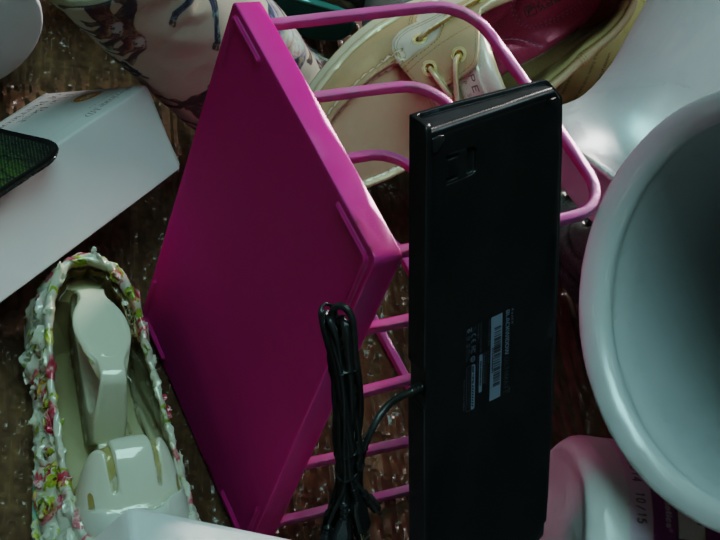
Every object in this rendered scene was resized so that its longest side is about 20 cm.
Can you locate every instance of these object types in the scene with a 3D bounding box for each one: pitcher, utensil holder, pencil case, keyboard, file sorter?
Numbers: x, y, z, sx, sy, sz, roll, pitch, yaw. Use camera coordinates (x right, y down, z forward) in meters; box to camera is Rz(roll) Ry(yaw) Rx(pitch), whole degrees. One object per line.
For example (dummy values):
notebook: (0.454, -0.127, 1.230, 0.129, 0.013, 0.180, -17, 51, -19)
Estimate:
pitcher: (0.170, -0.099, 0.759, 0.199, 0.171, 0.122, -40, 107, -6)
utensil holder: (0.215, 0.014, 0.644, 0.198, 0.171, 0.171, -1, 48, -45)
pencil case: (-0.068, -0.115, 0.788, 0.089, 0.200, 0.078, -45, 48, 2)
keyboard: (0.028, 0.037, 0.584, 0.126, 0.203, 0.020, -21, 30, -38)
file sorter: (0.000, 0.000, 0.698, 0.124, 0.201, 0.140, -10, 54, -29)

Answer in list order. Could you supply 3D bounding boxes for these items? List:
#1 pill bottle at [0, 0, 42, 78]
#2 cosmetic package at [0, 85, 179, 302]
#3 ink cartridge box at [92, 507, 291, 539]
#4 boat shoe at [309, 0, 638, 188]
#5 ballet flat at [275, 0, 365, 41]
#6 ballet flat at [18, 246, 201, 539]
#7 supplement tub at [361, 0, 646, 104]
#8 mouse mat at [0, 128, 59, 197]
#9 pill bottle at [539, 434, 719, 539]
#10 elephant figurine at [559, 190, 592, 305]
pill bottle: (-0.238, -0.195, 0.844, 0.110, 0.112, 0.201, -10, 55, -26)
cosmetic package: (-0.181, -0.020, 0.727, 0.082, 0.051, 0.200, 3, 33, 40)
ink cartridge box: (-0.034, 0.199, 0.560, 0.144, 0.084, 0.202, 19, 41, -38)
boat shoe: (0.053, -0.102, 0.785, 0.199, 0.074, 0.069, -37, 31, -10)
ballet flat: (-0.090, -0.183, 0.905, 0.198, 0.068, 0.069, 10, 69, -27)
ballet flat: (-0.111, 0.075, 0.686, 0.075, 0.064, 0.201, -7, 54, -24)
supplement tub: (0.110, -0.164, 0.911, 0.197, 0.145, 0.146, 7, 48, -13)
mouse mat: (-0.253, -0.037, 0.710, 0.198, 0.008, 0.161, 16, 41, 34)
pill bottle: (0.175, 0.142, 0.692, 0.197, 0.113, 0.113, 9, 48, -10)
elephant figurine: (0.169, -0.005, 0.825, 0.198, 0.155, 0.143, -24, 94, -22)
